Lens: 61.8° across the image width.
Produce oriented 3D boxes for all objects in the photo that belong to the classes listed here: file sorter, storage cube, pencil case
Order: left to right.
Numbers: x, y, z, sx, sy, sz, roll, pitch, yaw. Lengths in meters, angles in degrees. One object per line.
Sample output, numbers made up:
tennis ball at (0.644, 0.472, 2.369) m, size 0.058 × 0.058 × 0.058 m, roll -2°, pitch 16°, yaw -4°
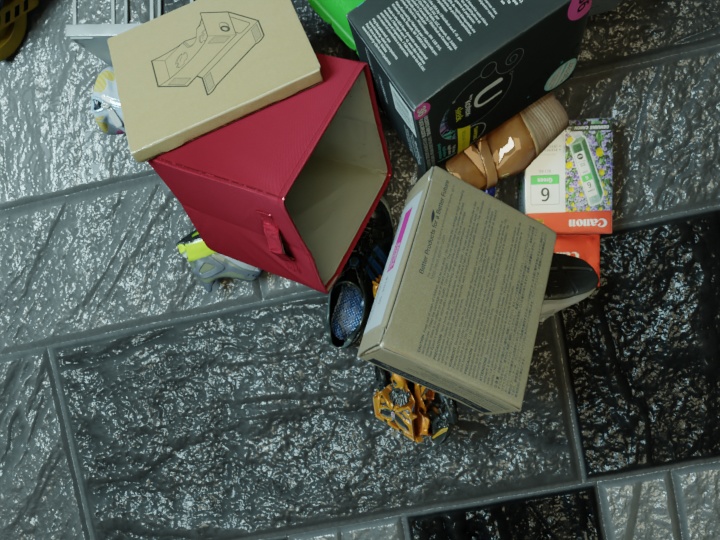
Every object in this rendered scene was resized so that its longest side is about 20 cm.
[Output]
file sorter at (-0.223, -0.318, 0.722) m, size 0.194 × 0.139 × 0.129 m, roll 2°, pitch 91°, yaw 4°
pencil case at (-0.232, -0.196, 0.754) m, size 0.194 × 0.091 × 0.086 m, roll 13°, pitch 96°, yaw 3°
storage cube at (-0.087, -0.115, 0.653) m, size 0.176 × 0.172 × 0.203 m, roll 18°, pitch 65°, yaw 23°

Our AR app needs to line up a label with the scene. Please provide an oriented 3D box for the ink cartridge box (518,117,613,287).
ink cartridge box at (0.252, -0.080, 0.743) m, size 0.105 × 0.050 × 0.207 m, roll -1°, pitch 93°, yaw 5°

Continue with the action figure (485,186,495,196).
action figure at (0.144, -0.078, 0.733) m, size 0.063 × 0.099 × 0.207 m, roll 2°, pitch 97°, yaw 6°

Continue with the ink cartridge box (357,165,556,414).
ink cartridge box at (0.104, 0.023, 0.625) m, size 0.161 × 0.075 × 0.204 m, roll 25°, pitch 68°, yaw -12°

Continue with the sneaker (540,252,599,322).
sneaker at (0.193, 0.051, 0.749) m, size 0.195 × 0.077 × 0.117 m, roll -12°, pitch 135°, yaw -3°

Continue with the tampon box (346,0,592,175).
tampon box at (0.109, -0.225, 0.603) m, size 0.197 × 0.150 × 0.128 m, roll -33°, pitch 72°, yaw 2°

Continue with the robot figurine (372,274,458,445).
robot figurine at (0.057, 0.113, 0.727) m, size 0.057 × 0.143 × 0.206 m, roll -13°, pitch 110°, yaw -38°

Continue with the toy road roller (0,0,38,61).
toy road roller at (-0.464, -0.366, 0.761) m, size 0.122 × 0.147 × 0.202 m, roll 35°, pitch 59°, yaw 1°

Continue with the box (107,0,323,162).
box at (-0.151, -0.212, 0.603) m, size 0.196 × 0.021 × 0.166 m, roll -23°, pitch 63°, yaw 1°

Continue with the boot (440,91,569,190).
boot at (0.126, -0.192, 0.704) m, size 0.153 × 0.074 × 0.202 m, roll -35°, pitch 66°, yaw -1°

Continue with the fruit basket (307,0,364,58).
fruit basket at (0.044, -0.349, 0.712) m, size 0.214 × 0.216 × 0.156 m, roll 39°, pitch 135°, yaw 0°

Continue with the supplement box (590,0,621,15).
supplement box at (0.237, -0.403, 0.695) m, size 0.098 × 0.103 × 0.206 m, roll -13°, pitch 94°, yaw 6°

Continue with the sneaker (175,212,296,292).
sneaker at (-0.132, -0.035, 0.777) m, size 0.195 × 0.074 × 0.083 m, roll -16°, pitch 114°, yaw 4°

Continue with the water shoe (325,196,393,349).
water shoe at (0.000, 0.000, 0.756) m, size 0.069 × 0.079 × 0.206 m, roll 10°, pitch 95°, yaw 3°
